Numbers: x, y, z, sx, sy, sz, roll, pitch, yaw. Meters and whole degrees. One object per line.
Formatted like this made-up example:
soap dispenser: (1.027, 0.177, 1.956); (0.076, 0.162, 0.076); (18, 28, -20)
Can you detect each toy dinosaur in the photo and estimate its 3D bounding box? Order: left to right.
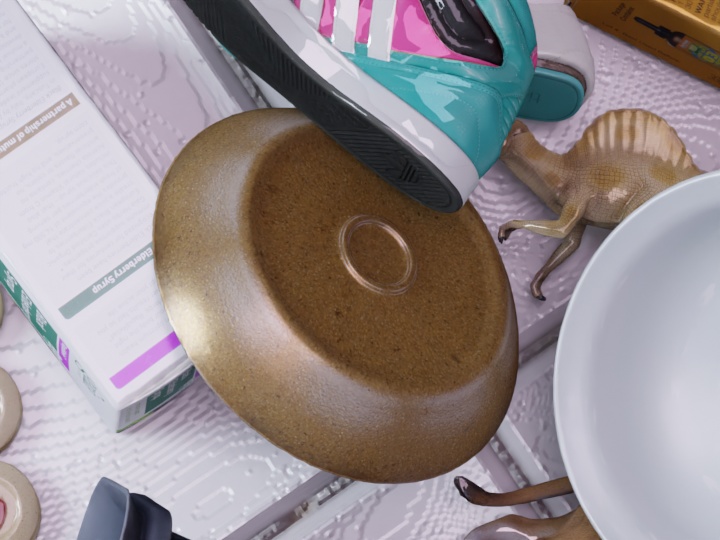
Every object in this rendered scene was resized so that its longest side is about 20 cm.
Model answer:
toy dinosaur: (0.142, -0.028, 0.940); (0.199, 0.058, 0.102); (10, 85, 2)

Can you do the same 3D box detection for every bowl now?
bowl: (0.194, 0.055, 0.864); (0.200, 0.090, 0.203); (1, 91, 37)

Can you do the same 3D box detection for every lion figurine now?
lion figurine: (0.141, 0.156, 0.901); (0.122, 0.073, 0.201); (-29, 78, -20)

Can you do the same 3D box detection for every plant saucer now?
plant saucer: (0.000, 0.000, 0.885); (0.199, 0.035, 0.201); (18, 52, -25)

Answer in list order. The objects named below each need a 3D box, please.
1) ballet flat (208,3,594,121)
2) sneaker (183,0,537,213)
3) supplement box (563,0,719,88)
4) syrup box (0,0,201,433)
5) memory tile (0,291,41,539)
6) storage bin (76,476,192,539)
ballet flat: (0.021, -0.123, 0.957); (0.199, 0.069, 0.070); (10, 76, -9)
sneaker: (0.005, -0.135, 0.873); (0.200, 0.084, 0.121); (41, 74, -1)
supplement box: (0.209, -0.126, 0.973); (0.199, 0.067, 0.069); (24, 75, -2)
syrup box: (-0.143, -0.027, 0.900); (0.081, 0.079, 0.200); (-35, 84, -13)
memory tile: (-0.258, 0.078, 0.895); (0.199, 0.017, 0.154); (-10, 79, -9)
storage bin: (-0.067, 0.200, 0.765); (0.134, 0.145, 0.201); (18, 83, -14)
